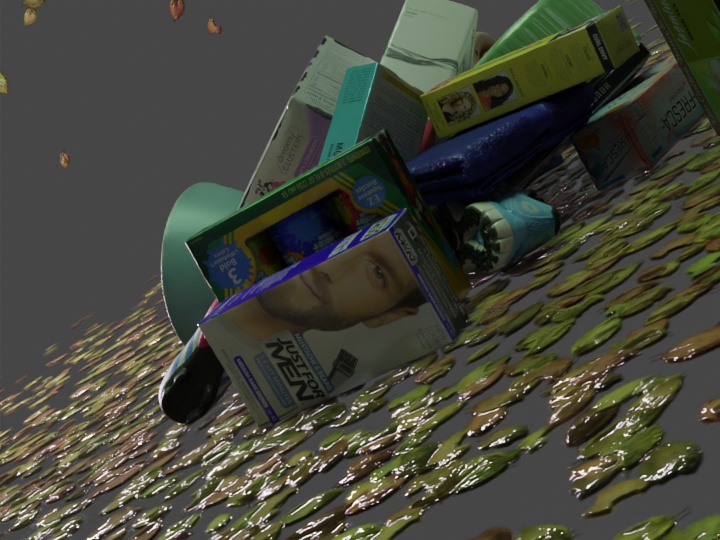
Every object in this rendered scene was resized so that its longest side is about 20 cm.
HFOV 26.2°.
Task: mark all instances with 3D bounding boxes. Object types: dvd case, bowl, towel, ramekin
[{"bbox_3d":[0.215,-0.146,1.611,0.200,0.025,0.150,-44,-5,-4],"label":"dvd case"},{"bbox_3d":[-0.123,-0.002,1.708,0.105,0.202,0.201,-4,20,25],"label":"bowl"},{"bbox_3d":[0.119,-0.111,1.464,0.200,0.050,0.147,-32,10,-37],"label":"towel"},{"bbox_3d":[0.192,-0.208,1.636,0.200,0.098,0.200,-44,-5,-5],"label":"ramekin"}]

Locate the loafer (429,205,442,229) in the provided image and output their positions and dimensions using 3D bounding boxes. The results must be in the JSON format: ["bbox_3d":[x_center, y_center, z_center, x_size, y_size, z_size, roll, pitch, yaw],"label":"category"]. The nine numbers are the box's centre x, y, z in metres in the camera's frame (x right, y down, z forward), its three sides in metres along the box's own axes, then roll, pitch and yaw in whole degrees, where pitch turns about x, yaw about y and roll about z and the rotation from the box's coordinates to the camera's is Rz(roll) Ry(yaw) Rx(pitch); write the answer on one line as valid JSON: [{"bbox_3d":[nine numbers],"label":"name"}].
[{"bbox_3d":[0.078,-0.050,1.562,0.072,0.063,0.200,-10,35,49],"label":"loafer"}]

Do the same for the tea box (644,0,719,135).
[{"bbox_3d":[0.356,-0.238,1.332,0.133,0.200,0.197,-32,8,-10],"label":"tea box"}]

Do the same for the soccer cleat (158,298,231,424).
[{"bbox_3d":[-0.129,0.062,1.506,0.200,0.070,0.086,-48,11,16],"label":"soccer cleat"}]

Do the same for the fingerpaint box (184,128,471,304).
[{"bbox_3d":[-0.028,-0.005,1.386,0.200,0.167,0.073,-27,6,16],"label":"fingerpaint box"}]

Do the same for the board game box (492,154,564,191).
[{"bbox_3d":[0.134,-0.097,1.811,0.200,0.037,0.151,-29,9,3],"label":"board game box"}]

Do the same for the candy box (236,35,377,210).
[{"bbox_3d":[-0.059,-0.134,1.638,0.168,0.071,0.200,-61,5,27],"label":"candy box"}]

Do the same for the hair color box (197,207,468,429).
[{"bbox_3d":[-0.024,0.042,1.296,0.200,0.110,0.065,-27,9,23],"label":"hair color box"}]

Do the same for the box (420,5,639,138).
[{"bbox_3d":[0.159,-0.187,1.466,0.200,0.050,0.075,-20,11,35],"label":"box"}]

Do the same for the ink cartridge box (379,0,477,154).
[{"bbox_3d":[0.057,-0.178,1.667,0.147,0.083,0.201,90,-161,-63],"label":"ink cartridge box"}]

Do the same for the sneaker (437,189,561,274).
[{"bbox_3d":[0.131,-0.038,1.442,0.090,0.079,0.200,-14,10,-12],"label":"sneaker"}]

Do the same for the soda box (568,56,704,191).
[{"bbox_3d":[0.285,-0.152,1.535,0.068,0.064,0.200,-24,10,40],"label":"soda box"}]

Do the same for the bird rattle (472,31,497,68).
[{"bbox_3d":[0.177,-0.223,1.930,0.112,0.164,0.200,-19,5,39],"label":"bird rattle"}]

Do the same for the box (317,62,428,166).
[{"bbox_3d":[0.004,-0.092,1.493,0.049,0.082,0.201,-3,65,48],"label":"box"}]
